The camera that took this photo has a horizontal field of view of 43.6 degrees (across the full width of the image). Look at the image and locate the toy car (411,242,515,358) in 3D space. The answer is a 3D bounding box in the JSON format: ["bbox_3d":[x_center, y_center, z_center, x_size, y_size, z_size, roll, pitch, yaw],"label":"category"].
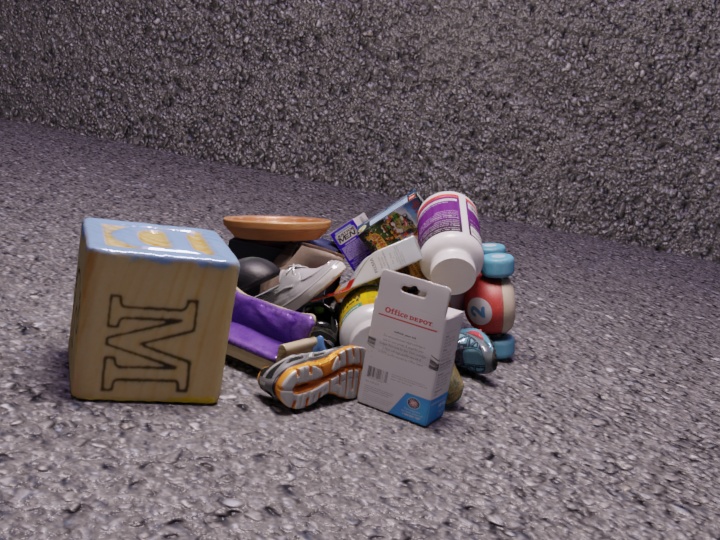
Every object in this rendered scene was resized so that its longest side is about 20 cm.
[{"bbox_3d":[0.176,0.057,1.660,0.200,0.185,0.177,-3,14,0],"label":"toy car"}]

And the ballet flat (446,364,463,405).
[{"bbox_3d":[0.109,0.130,1.403,0.071,0.071,0.200,7,26,-15],"label":"ballet flat"}]

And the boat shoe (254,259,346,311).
[{"bbox_3d":[-0.112,0.027,1.514,0.200,0.069,0.072,-33,2,35],"label":"boat shoe"}]

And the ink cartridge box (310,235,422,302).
[{"bbox_3d":[0.000,0.000,1.555,0.200,0.047,0.160,-21,0,-5],"label":"ink cartridge box"}]

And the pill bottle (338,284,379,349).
[{"bbox_3d":[0.020,0.098,1.460,0.113,0.113,0.200,9,13,-4],"label":"pill bottle"}]

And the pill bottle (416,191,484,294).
[{"bbox_3d":[0.156,-0.046,1.578,0.112,0.113,0.200,9,35,-4],"label":"pill bottle"}]

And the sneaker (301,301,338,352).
[{"bbox_3d":[-0.065,0.089,1.502,0.071,0.083,0.200,9,12,-6],"label":"sneaker"}]

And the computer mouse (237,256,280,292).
[{"bbox_3d":[-0.230,0.023,1.499,0.200,0.053,0.138,-24,2,13],"label":"computer mouse"}]

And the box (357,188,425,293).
[{"bbox_3d":[0.106,-0.041,1.727,0.200,0.136,0.038,49,19,-24],"label":"box"}]

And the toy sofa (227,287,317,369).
[{"bbox_3d":[-0.168,0.093,1.370,0.200,0.098,0.083,19,15,30],"label":"toy sofa"}]

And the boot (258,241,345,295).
[{"bbox_3d":[-0.112,0.026,1.592,0.070,0.146,0.200,28,-9,-30],"label":"boot"}]

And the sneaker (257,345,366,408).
[{"bbox_3d":[-0.060,0.144,1.289,0.077,0.078,0.200,9,8,41],"label":"sneaker"}]

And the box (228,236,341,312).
[{"bbox_3d":[-0.145,-0.006,1.774,0.200,0.124,0.198,11,14,5],"label":"box"}]

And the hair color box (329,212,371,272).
[{"bbox_3d":[0.026,-0.013,1.799,0.065,0.200,0.109,-31,3,15],"label":"hair color box"}]

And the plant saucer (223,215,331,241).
[{"bbox_3d":[-0.155,-0.078,1.672,0.200,0.038,0.200,1,6,0],"label":"plant saucer"}]

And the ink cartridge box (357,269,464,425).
[{"bbox_3d":[0.075,0.103,1.280,0.116,0.200,0.067,17,13,27],"label":"ink cartridge box"}]

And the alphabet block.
[{"bbox_3d":[-0.287,0.052,1.227,0.196,0.200,0.195,6,12,-19],"label":"alphabet block"}]

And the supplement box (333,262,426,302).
[{"bbox_3d":[0.049,0.019,1.692,0.200,0.067,0.069,-30,7,16],"label":"supplement box"}]

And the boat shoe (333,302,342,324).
[{"bbox_3d":[0.037,0.085,1.634,0.200,0.068,0.072,4,14,-27],"label":"boat shoe"}]

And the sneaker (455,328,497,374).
[{"bbox_3d":[0.141,0.138,1.521,0.095,0.079,0.200,-22,26,-36],"label":"sneaker"}]
